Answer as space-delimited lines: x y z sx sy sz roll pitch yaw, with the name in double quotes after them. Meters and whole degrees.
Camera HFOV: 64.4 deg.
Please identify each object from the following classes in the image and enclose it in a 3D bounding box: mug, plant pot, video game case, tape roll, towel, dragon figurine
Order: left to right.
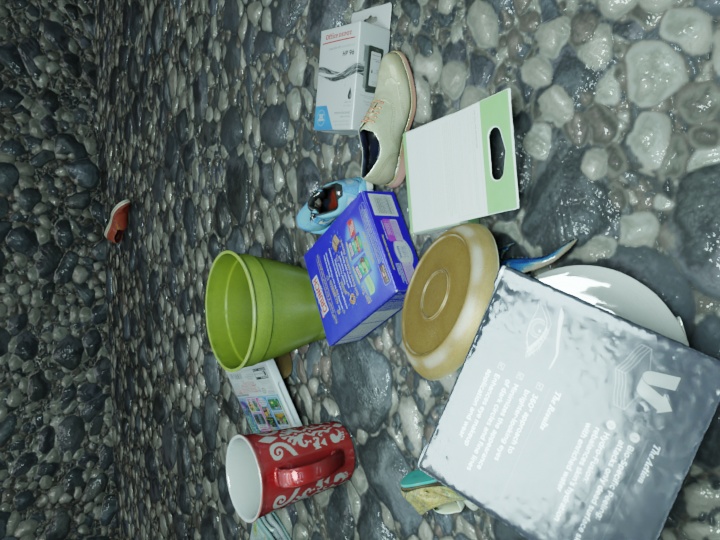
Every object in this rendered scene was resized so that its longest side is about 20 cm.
-0.198 0.278 1.187 0.198 0.023 0.186 -18 96 51 "video game case"
-0.184 0.631 1.207 0.199 0.047 0.176 37 119 46 "towel"
-0.153 0.067 1.031 0.198 0.189 0.207 3 94 52 "plant pot"
-0.103 0.341 0.969 0.176 0.196 0.138 25 110 48 "mug"
0.101 0.033 0.715 0.201 0.027 0.204 -52 27 41 "plant pot"
0.168 0.000 0.715 0.201 0.058 0.101 -54 52 40 "dragon figurine"
0.229 0.097 0.587 0.197 0.037 0.210 -4 81 25 "tape roll"

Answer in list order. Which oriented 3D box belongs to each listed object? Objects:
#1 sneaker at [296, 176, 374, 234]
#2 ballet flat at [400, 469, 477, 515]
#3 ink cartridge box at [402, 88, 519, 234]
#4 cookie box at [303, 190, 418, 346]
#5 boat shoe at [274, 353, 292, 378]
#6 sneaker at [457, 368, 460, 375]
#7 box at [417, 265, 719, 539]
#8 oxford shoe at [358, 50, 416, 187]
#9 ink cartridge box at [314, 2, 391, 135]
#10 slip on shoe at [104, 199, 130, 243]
-0.062 -0.118 0.989 0.198 0.088 0.081 -22 74 52 "sneaker"
0.132 0.295 0.776 0.199 0.069 0.073 -36 63 46 "ballet flat"
0.138 -0.135 0.760 0.198 0.047 0.150 -8 85 52 "ink cartridge box"
0.000 0.000 0.923 0.200 0.074 0.175 -41 60 45 "cookie box"
-0.199 0.129 1.190 0.068 0.072 0.206 -25 72 43 "boat shoe"
0.201 0.152 0.687 0.198 0.074 0.119 34 155 25 "sneaker"
0.187 0.133 0.517 0.197 0.117 0.201 26 94 26 "box"
0.037 -0.232 0.868 0.070 0.072 0.207 5 95 52 "oxford shoe"
-0.014 -0.331 0.938 0.115 0.066 0.207 15 103 51 "ink cartridge box"
-0.878 -0.180 2.091 0.061 0.074 0.201 38 121 3 "slip on shoe"
